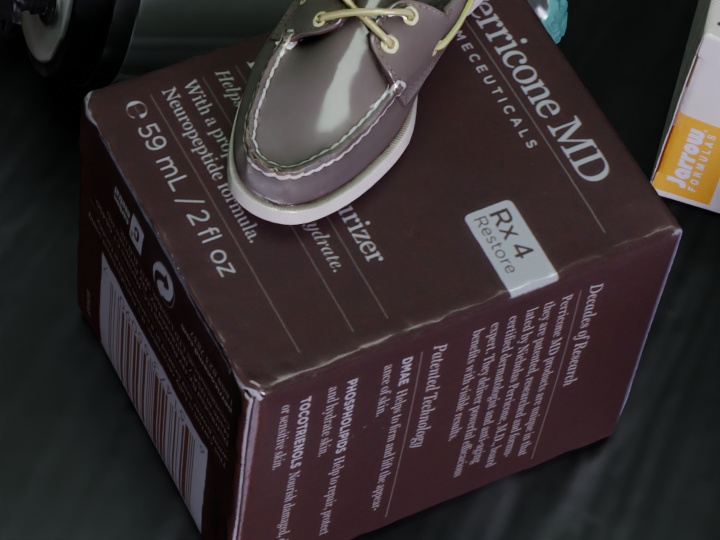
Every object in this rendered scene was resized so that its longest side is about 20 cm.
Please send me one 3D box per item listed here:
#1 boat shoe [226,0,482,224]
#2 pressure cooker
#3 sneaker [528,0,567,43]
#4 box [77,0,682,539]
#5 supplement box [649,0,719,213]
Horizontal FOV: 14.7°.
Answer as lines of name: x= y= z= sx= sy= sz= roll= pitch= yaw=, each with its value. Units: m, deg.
boat shoe: x=0.007 y=-0.104 z=1.125 sx=0.072 sy=0.060 sz=0.200 roll=28 pitch=57 yaw=13
pressure cooker: x=-0.085 y=-0.168 z=1.270 sx=0.200 sy=0.176 sz=0.179 roll=-1 pitch=17 yaw=-18
sneaker: x=0.033 y=-0.177 z=1.378 sx=0.091 sy=0.078 sz=0.200 roll=-27 pitch=59 yaw=-4
box: x=0.000 y=0.000 z=1.191 sx=0.200 sy=0.164 sz=0.166 roll=-21 pitch=61 yaw=-19
supplement box: x=0.203 y=-0.138 z=1.327 sx=0.074 sy=0.126 sz=0.200 roll=16 pitch=57 yaw=3
